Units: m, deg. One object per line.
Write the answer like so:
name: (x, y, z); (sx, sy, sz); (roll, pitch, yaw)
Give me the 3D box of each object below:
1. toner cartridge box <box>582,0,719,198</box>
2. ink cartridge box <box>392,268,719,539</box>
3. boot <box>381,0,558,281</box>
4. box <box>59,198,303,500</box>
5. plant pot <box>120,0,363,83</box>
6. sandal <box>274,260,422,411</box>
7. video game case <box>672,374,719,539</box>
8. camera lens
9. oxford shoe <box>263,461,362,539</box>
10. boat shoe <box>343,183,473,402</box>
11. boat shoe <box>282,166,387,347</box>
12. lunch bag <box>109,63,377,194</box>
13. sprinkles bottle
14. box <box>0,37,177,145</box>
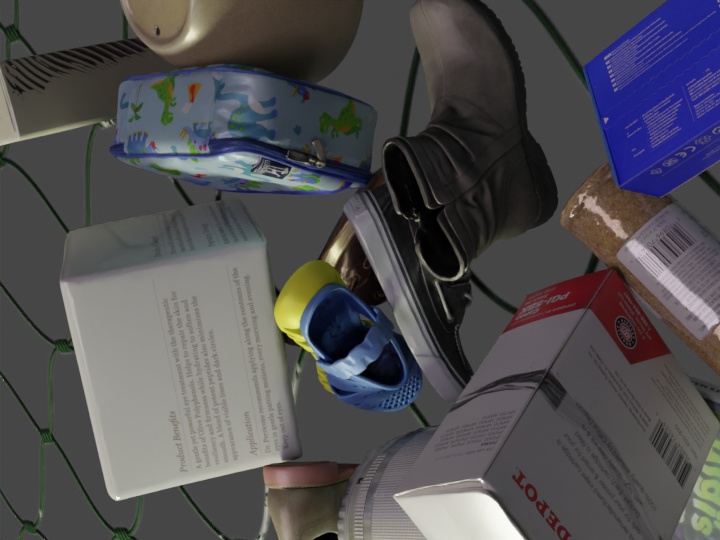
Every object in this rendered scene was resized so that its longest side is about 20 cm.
toner cartridge box: (0.224, -0.132, 0.639); (0.200, 0.043, 0.095); (-37, 53, 46)
ink cartridge box: (0.131, 0.120, 0.693); (0.083, 0.200, 0.147); (-21, 111, 48)
boot: (0.062, -0.102, 0.769); (0.068, 0.131, 0.200); (-22, 92, 46)
box: (-0.161, 0.061, 0.975); (0.200, 0.171, 0.200); (-134, 33, -70)
plant pot: (-0.114, -0.234, 0.880); (0.200, 0.134, 0.201); (19, 120, 37)
sandal: (0.005, 0.072, 0.878); (0.087, 0.200, 0.080); (35, 84, 35)
video game case: (0.239, 0.172, 0.797); (0.182, 0.023, 0.201); (20, 120, 37)
camera lens: (0.089, 0.195, 0.833); (0.200, 0.160, 0.160); (-24, 90, 60)
oxford shoe: (-0.029, 0.205, 0.947); (0.071, 0.200, 0.074); (-7, 77, 25)
boat shoe: (0.057, 0.018, 0.866); (0.072, 0.071, 0.200); (-113, -3, -62)
boat shoe: (0.000, 0.000, 0.932); (0.072, 0.072, 0.200); (27, 122, -4)
lunch bag: (-0.093, -0.110, 0.895); (0.200, 0.161, 0.083); (5, 87, 43)
sprinkles bottle: (0.222, 0.012, 0.711); (0.200, 0.068, 0.068); (48, 134, 19)
box: (-0.252, -0.167, 0.992); (0.082, 0.200, 0.069); (-3, 105, 44)
